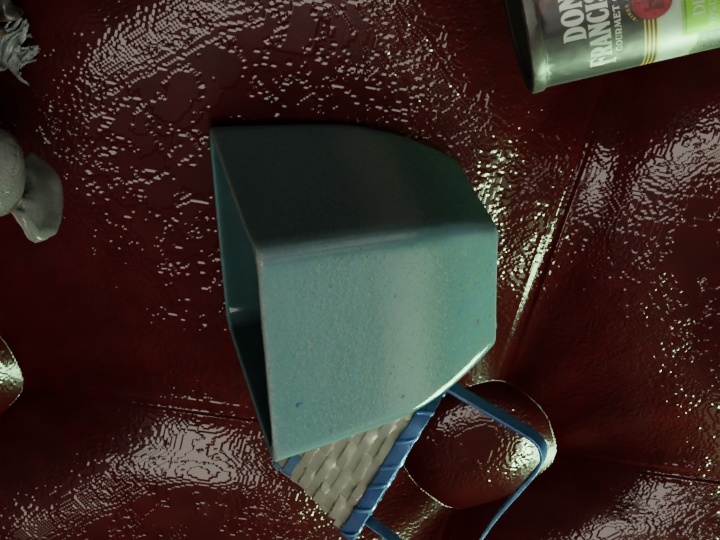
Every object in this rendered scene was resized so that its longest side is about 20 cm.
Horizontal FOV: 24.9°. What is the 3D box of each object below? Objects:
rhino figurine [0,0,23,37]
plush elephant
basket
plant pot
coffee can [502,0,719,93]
[{"bbox_3d":[-0.272,-0.216,1.179,0.198,0.060,0.088,-10,121,-2],"label":"rhino figurine"},{"bbox_3d":[-0.305,-0.081,1.199,0.199,0.155,0.165,-33,138,9],"label":"plush elephant"},{"bbox_3d":[0.042,0.157,1.405,0.199,0.139,0.177,37,118,7],"label":"basket"},{"bbox_3d":[0.000,0.000,1.285,0.198,0.196,0.198,-10,125,-12],"label":"plant pot"},{"bbox_3d":[0.204,-0.222,1.174,0.198,0.147,0.147,-13,125,2],"label":"coffee can"}]
